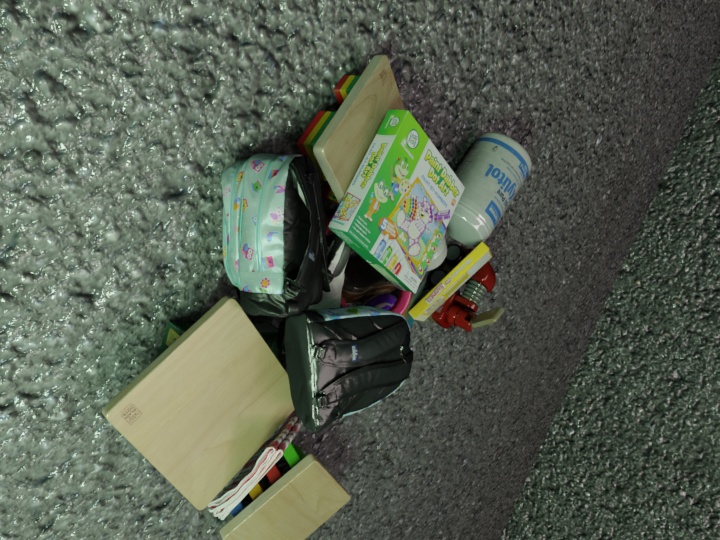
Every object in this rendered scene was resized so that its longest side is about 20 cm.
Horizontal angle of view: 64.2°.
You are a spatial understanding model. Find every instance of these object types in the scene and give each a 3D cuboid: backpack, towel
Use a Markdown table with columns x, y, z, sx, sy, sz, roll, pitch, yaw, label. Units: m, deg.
| x | y | z | sx | sy | sz | roll | pitch | yaw | label |
| --- | --- | --- | --- | --- | --- | --- | --- | --- | --- |
| -0.012 | 0.120 | 0.824 | 0.197 | 0.153 | 0.166 | -10 | 97 | -29 | backpack |
| -0.136 | 0.259 | 0.841 | 0.147 | 0.030 | 0.200 | -48 | 180 | 15 | towel |
| 0.080 | 0.095 | 1.149 | 0.147 | 0.022 | 0.201 | -50 | 161 | -29 | towel |
| -0.109 | -0.051 | 0.751 | 0.167 | 0.124 | 0.204 | -38 | 127 | -79 | backpack |

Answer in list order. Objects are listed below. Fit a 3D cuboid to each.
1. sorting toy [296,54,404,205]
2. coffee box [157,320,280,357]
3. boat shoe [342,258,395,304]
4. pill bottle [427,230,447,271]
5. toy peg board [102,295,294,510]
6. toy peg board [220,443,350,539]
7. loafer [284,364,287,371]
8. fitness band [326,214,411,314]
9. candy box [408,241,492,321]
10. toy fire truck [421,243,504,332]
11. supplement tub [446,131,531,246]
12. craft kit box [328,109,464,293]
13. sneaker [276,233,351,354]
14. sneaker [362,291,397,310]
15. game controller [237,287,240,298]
| x | y | z | sx | sy | sz | roll | pitch | yaw | label |
| --- | --- | --- | --- | --- | --- | --- | --- | --- | --- |
| -0.002 | -0.180 | 0.874 | 0.202 | 0.069 | 0.200 | -61 | 145 | -26 | sorting toy |
| -0.209 | 0.138 | 0.851 | 0.199 | 0.044 | 0.125 | 6 | 106 | -53 | coffee box |
| 0.013 | 0.018 | 1.047 | 0.198 | 0.076 | 0.074 | -6 | 146 | -48 | boat shoe |
| 0.094 | -0.092 | 1.035 | 0.115 | 0.113 | 0.201 | -50 | 142 | -18 | pill bottle |
| -0.213 | 0.165 | 0.767 | 0.200 | 0.097 | 0.201 | -45 | 125 | -24 | toy peg board |
| -0.149 | 0.423 | 1.074 | 0.198 | 0.098 | 0.201 | -38 | 138 | -10 | toy peg board |
| -0.135 | 0.214 | 0.971 | 0.200 | 0.070 | 0.070 | -46 | 164 | -6 | loafer |
| 0.000 | 0.000 | 0.938 | 0.143 | 0.037 | 0.201 | -37 | 98 | -12 | fitness band |
| 0.183 | 0.026 | 1.157 | 0.200 | 0.026 | 0.102 | -44 | 166 | 7 | candy box |
| 0.241 | 0.051 | 1.234 | 0.177 | 0.199 | 0.129 | -57 | 144 | -8 | toy fire truck |
| 0.246 | -0.166 | 1.168 | 0.201 | 0.131 | 0.132 | -56 | 144 | -12 | supplement tub |
| 0.063 | -0.098 | 0.864 | 0.200 | 0.048 | 0.200 | 38 | 71 | -46 | craft kit box |
| -0.058 | 0.040 | 0.887 | 0.079 | 0.074 | 0.202 | 20 | 100 | -32 | sneaker |
| -0.001 | 0.130 | 0.995 | 0.200 | 0.069 | 0.100 | -48 | -168 | 14 | sneaker |
| -0.120 | -0.041 | 0.868 | 0.103 | 0.042 | 0.203 | 11 | 102 | -39 | game controller |
